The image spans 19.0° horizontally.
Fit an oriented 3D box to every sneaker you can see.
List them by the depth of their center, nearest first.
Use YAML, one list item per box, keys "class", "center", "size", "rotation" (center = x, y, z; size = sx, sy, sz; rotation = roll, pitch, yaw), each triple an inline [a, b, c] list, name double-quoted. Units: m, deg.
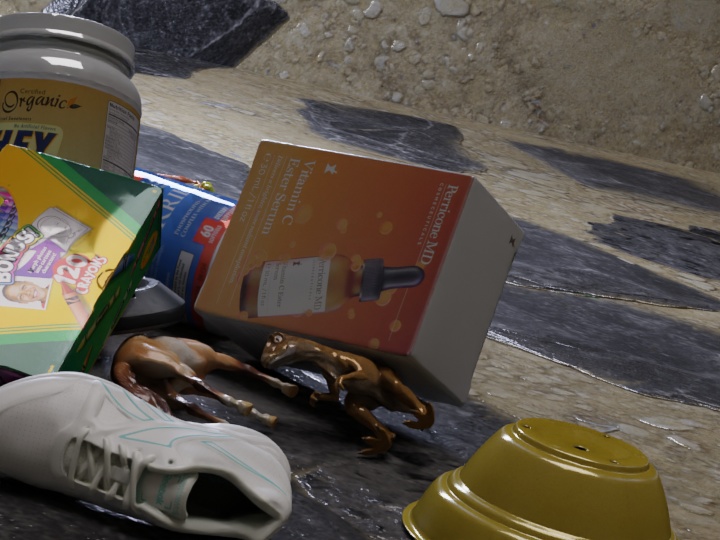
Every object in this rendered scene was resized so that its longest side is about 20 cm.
- class: "sneaker"
  center: [-0.131, 0.111, 1.257]
  size: [0.200, 0.071, 0.080]
  rotation: [13, 13, -12]

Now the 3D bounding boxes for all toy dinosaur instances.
- class: "toy dinosaur"
  center: [0.017, 0.088, 1.572]
  size: [0.200, 0.060, 0.106]
  rotation: [29, 19, -41]

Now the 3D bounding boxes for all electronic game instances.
- class: "electronic game"
  center: [-0.225, 0.030, 1.539]
  size: [0.199, 0.042, 0.200]
  rotation: [-1, 6, 0]

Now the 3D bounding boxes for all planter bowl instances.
- class: "planter bowl"
  center: [0.133, 0.149, 1.394]
  size: [0.200, 0.084, 0.200]
  rotation: [14, 11, -3]

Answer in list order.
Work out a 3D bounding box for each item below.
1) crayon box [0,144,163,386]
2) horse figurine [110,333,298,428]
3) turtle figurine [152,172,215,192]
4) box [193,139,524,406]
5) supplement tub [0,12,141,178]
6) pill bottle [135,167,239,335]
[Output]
- class: "crayon box"
  center: [-0.220, 0.010, 1.421]
  size: [0.118, 0.058, 0.200]
  rotation: [16, 45, 8]
- class: "horse figurine"
  center: [-0.125, 0.078, 1.500]
  size: [0.132, 0.050, 0.200]
  rotation: [23, 9, 10]
- class: "turtle figurine"
  center: [-0.190, -0.027, 1.923]
  size: [0.200, 0.065, 0.161]
  rotation: [-19, 28, -38]
- class: "box"
  center: [0.000, 0.000, 1.654]
  size: [0.200, 0.153, 0.106]
  rotation: [10, -18, 32]
- class: "supplement tub"
  center: [-0.248, -0.087, 1.681]
  size: [0.144, 0.201, 0.144]
  rotation: [4, -15, 1]
- class: "pill bottle"
  center: [-0.181, -0.026, 1.794]
  size: [0.200, 0.113, 0.112]
  rotation: [18, 11, 18]
